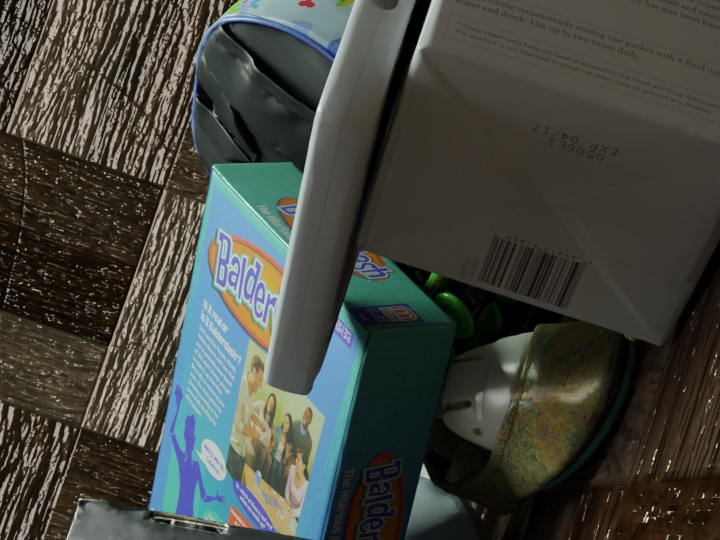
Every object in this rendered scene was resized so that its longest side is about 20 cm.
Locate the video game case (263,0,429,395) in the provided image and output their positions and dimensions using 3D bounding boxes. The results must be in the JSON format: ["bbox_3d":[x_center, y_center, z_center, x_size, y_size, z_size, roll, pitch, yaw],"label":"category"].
[{"bbox_3d":[0.007,-0.074,0.904,0.200,0.023,0.183,105,-178,-60],"label":"video game case"}]

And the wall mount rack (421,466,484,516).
[{"bbox_3d":[0.039,0.100,1.320,0.174,0.075,0.200,-27,27,28],"label":"wall mount rack"}]

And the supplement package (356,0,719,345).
[{"bbox_3d":[0.088,-0.098,0.878,0.120,0.121,0.200,107,-179,-54],"label":"supplement package"}]

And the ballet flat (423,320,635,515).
[{"bbox_3d":[0.060,0.060,1.009,0.200,0.071,0.071,115,174,-74],"label":"ballet flat"}]

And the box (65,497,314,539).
[{"bbox_3d":[-0.045,0.194,0.876,0.050,0.198,0.200,43,-121,-52],"label":"box"}]

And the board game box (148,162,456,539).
[{"bbox_3d":[-0.032,0.075,1.058,0.152,0.045,0.200,46,132,48],"label":"board game box"}]

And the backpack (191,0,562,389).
[{"bbox_3d":[0.029,-0.064,1.137,0.147,0.200,0.183,-49,-13,-32],"label":"backpack"}]

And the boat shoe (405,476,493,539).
[{"bbox_3d":[0.026,0.142,1.166,0.074,0.068,0.199,-60,24,-11],"label":"boat shoe"}]

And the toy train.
[{"bbox_3d":[0.020,0.035,1.090,0.042,0.056,0.200,-35,-14,-28],"label":"toy train"}]
